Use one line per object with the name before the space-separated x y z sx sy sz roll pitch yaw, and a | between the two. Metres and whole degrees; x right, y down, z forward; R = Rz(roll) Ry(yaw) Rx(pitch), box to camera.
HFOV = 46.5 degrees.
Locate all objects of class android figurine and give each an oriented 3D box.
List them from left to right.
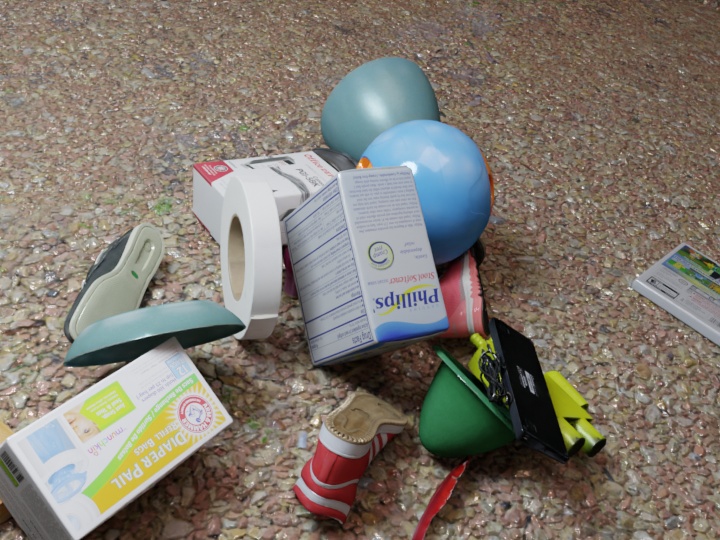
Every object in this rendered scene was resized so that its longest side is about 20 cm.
android figurine | 0.211 0.148 1.036 0.181 0.041 0.200 15 26 -48

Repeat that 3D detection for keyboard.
keyboard | 0.168 0.130 0.938 0.104 0.040 0.201 34 26 -21

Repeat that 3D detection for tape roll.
tape roll | -0.138 -0.015 1.034 0.037 0.204 0.204 -2 41 -21

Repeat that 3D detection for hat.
hat | 0.087 0.205 0.981 0.166 0.176 0.200 44 3 19

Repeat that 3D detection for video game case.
video game case | 0.559 0.044 1.337 0.200 0.022 0.182 38 44 27

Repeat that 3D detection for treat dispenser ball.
treat dispenser ball | 0.087 -0.107 1.168 0.199 0.202 0.202 9 39 -7

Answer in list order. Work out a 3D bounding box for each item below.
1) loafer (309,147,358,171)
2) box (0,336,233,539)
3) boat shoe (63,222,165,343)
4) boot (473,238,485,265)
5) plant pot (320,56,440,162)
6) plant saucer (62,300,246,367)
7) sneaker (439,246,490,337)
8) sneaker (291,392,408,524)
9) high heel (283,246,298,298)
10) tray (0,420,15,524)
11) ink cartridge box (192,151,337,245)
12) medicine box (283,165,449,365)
loafer | -0.022 -0.127 1.314 0.199 0.073 0.072 35 47 25
box | -0.243 0.170 0.823 0.113 0.101 0.200 54 46 1
boat shoe | -0.316 0.022 1.054 0.067 0.072 0.201 -11 37 28
boot | 0.145 -0.089 1.330 0.200 0.068 0.130 39 38 25
plant pot | 0.052 -0.221 1.355 0.199 0.201 0.135 -9 49 -28
plant saucer | -0.226 0.067 0.920 0.198 0.200 0.036 -8 80 -27
sneaker | 0.128 0.026 1.176 0.086 0.074 0.201 -12 28 9
sneaker | -0.012 0.206 0.926 0.071 0.113 0.200 26 9 18
high heel | -0.027 -0.034 1.176 0.067 0.097 0.200 34 42 23
tray | -0.414 0.176 0.842 0.199 0.037 0.098 32 41 22
ink cartridge box | -0.127 -0.104 1.221 0.199 0.084 0.147 -11 33 -29
medicine box | 0.000 0.000 1.014 0.102 0.182 0.202 -9 81 -28
